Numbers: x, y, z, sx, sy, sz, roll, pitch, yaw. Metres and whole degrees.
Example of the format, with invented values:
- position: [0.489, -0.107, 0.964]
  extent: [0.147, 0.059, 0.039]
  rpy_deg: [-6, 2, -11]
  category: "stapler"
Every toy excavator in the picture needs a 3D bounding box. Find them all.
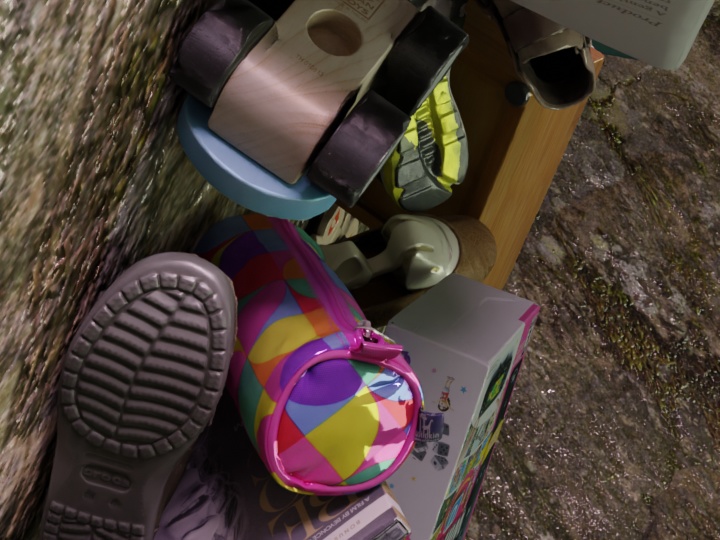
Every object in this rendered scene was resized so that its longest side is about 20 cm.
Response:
- position: [-0.028, -0.081, 0.731]
  extent: [0.195, 0.100, 0.200]
  rpy_deg: [-56, -179, -37]
  category: "toy excavator"

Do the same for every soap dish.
- position: [0.058, -0.097, 0.994]
  extent: [0.081, 0.157, 0.200]
  rpy_deg: [-30, 149, -46]
  category: "soap dish"

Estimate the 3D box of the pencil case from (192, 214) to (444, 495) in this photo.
- position: [-0.031, 0.035, 0.740]
  extent: [0.088, 0.088, 0.200]
  rpy_deg: [-66, -153, 12]
  category: "pencil case"

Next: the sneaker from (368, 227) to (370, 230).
- position: [0.046, -0.122, 1.135]
  extent: [0.116, 0.076, 0.200]
  rpy_deg: [63, 42, -74]
  category: "sneaker"

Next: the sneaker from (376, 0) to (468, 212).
- position: [0.013, -0.131, 0.891]
  extent: [0.074, 0.085, 0.200]
  rpy_deg: [-23, 129, -27]
  category: "sneaker"

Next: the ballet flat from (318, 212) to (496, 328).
- position: [0.000, 0.000, 0.900]
  extent: [0.200, 0.068, 0.072]
  rpy_deg: [-16, 156, -16]
  category: "ballet flat"

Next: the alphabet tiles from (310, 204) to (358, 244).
- position: [-0.049, 0.030, 1.148]
  extent: [0.200, 0.015, 0.196]
  rpy_deg: [-60, 171, -26]
  category: "alphabet tiles"

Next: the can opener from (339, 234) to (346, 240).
- position: [-0.023, 0.035, 1.093]
  extent: [0.200, 0.053, 0.067]
  rpy_deg: [-51, 164, -55]
  category: "can opener"

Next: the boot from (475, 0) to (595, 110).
- position: [0.104, -0.166, 0.873]
  extent: [0.200, 0.070, 0.146]
  rpy_deg: [16, 56, -67]
  category: "boot"

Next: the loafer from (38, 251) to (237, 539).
- position: [-0.110, 0.066, 0.719]
  extent: [0.070, 0.075, 0.200]
  rpy_deg: [-74, -171, -59]
  category: "loafer"

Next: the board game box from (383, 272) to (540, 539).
- position: [0.033, 0.115, 0.838]
  extent: [0.148, 0.064, 0.200]
  rpy_deg: [-30, 140, -69]
  category: "board game box"

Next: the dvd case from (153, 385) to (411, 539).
- position: [-0.064, 0.120, 0.754]
  extent: [0.149, 0.016, 0.200]
  rpy_deg: [-37, -152, 2]
  category: "dvd case"

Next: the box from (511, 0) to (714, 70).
- position: [0.086, -0.222, 0.581]
  extent: [0.200, 0.199, 0.171]
  rpy_deg: [-63, 172, -6]
  category: "box"

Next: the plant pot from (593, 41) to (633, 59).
- position: [0.162, -0.249, 1.148]
  extent: [0.200, 0.141, 0.142]
  rpy_deg: [-14, 115, -71]
  category: "plant pot"
